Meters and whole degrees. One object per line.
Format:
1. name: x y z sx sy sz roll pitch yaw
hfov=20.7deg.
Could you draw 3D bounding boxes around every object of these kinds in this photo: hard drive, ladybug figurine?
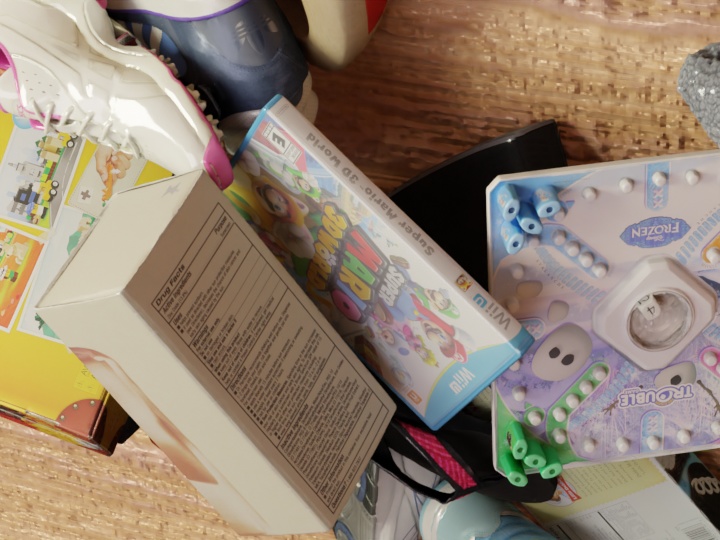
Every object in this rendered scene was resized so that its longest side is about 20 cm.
1. hard drive: 0.054 0.000 1.231 0.199 0.042 0.136 -30 64 39
2. ladybug figurine: -0.032 -0.206 1.148 0.136 0.072 0.201 46 164 36

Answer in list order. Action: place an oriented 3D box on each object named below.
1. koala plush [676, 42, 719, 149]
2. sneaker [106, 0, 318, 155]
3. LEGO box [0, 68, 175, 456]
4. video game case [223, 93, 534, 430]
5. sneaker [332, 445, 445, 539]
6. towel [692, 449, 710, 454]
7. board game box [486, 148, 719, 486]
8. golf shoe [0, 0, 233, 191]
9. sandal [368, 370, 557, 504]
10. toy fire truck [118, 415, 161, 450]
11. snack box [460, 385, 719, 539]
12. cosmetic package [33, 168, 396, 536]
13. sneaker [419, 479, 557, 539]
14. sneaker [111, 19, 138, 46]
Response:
1. koala plush: 0.218 -0.190 1.013 0.200 0.183 0.178 49 134 22
2. sneaker: -0.097 -0.130 1.222 0.200 0.080 0.147 25 143 56
3. LEGO box: -0.191 -0.007 1.216 0.148 0.202 0.077 19 169 7
4. video game case: 0.000 0.000 1.156 0.200 0.018 0.143 44 151 2
5. sneaker: 0.029 0.163 1.364 0.075 0.086 0.201 58 156 33
6. towel: 0.195 0.083 1.265 0.199 0.018 0.086 -19 113 35
7. board game box: 0.175 0.029 1.153 0.198 0.026 0.202 -7 119 -7
8. golf shoe: -0.157 -0.101 1.159 0.200 0.091 0.075 44 164 23
9. sandal: 0.032 0.112 1.245 0.199 0.045 0.075 26 144 -16
10. toy fire truck: -0.096 0.074 1.351 0.129 0.176 0.200 -45 121 2
11. snack box: 0.142 0.116 1.272 0.116 0.037 0.200 -26 114 41
12. cosmetic package: -0.081 0.052 1.142 0.087 0.104 0.200 -10 127 44
13. sneaker: 0.117 0.238 1.316 0.201 0.079 0.130 59 167 -29
14. sneaker: -0.167 -0.114 1.303 0.088 0.081 0.201 -28 103 40
